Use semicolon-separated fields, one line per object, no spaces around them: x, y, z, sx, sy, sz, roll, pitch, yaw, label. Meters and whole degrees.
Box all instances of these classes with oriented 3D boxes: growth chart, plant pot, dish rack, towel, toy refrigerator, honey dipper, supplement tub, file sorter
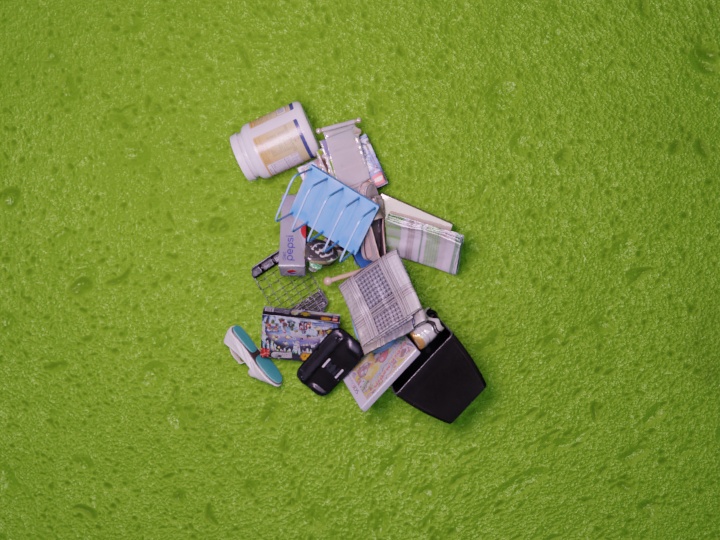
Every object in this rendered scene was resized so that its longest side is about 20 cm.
-0.045;-0.268;1.692;0.143;0.018;0.204;-13;96;-21;growth chart
0.195;0.256;1.702;0.177;0.200;0.200;42;93;-13;plant pot
-0.181;0.045;1.777;0.152;0.055;0.202;-31;92;5;dish rack
0.049;0.077;1.647;0.191;0.034;0.202;-32;68;22;towel
0.130;-0.125;1.749;0.197;0.070;0.077;23;100;2;toy refrigerator
0.154;-0.060;1.704;0.197;0.150;0.031;16;53;12;towel
0.000;0.000;1.730;0.197;0.038;0.039;-15;91;-12;honey dipper
-0.214;-0.321;1.719;0.197;0.144;0.146;-23;91;3;supplement tub
-0.082;-0.131;1.616;0.198;0.123;0.140;31;116;8;file sorter

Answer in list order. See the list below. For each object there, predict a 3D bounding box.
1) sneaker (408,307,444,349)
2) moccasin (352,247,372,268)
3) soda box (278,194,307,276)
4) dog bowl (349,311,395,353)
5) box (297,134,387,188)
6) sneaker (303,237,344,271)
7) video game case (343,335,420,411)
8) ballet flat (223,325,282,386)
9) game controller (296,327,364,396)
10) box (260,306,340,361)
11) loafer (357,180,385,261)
0.151;0.127;1.698;0.087;0.200;0.076;-35;113;-1;sneaker
-0.007;-0.089;1.749;0.080;0.068;0.202;-28;115;-11;moccasin
-0.168;-0.089;1.725;0.067;0.064;0.203;1;66;-1;soda box
0.025;0.106;1.724;0.110;0.050;0.203;-23;63;18;dog bowl
-0.045;-0.242;1.758;0.198;0.040;0.139;-25;91;3;box
-0.099;-0.026;1.706;0.077;0.200;0.089;40;107;11;sneaker
0.040;0.227;1.717;0.200;0.182;0.023;-47;123;3;video game case
-0.284;0.234;1.788;0.069;0.069;0.200;-42;85;3;ballet flat
-0.077;0.235;1.735;0.104;0.042;0.200;36;118;-11;game controller
-0.155;0.168;1.748;0.196;0.040;0.139;6;122;-2;box
0.036;-0.119;1.680;0.071;0.062;0.203;-18;113;-36;loafer
